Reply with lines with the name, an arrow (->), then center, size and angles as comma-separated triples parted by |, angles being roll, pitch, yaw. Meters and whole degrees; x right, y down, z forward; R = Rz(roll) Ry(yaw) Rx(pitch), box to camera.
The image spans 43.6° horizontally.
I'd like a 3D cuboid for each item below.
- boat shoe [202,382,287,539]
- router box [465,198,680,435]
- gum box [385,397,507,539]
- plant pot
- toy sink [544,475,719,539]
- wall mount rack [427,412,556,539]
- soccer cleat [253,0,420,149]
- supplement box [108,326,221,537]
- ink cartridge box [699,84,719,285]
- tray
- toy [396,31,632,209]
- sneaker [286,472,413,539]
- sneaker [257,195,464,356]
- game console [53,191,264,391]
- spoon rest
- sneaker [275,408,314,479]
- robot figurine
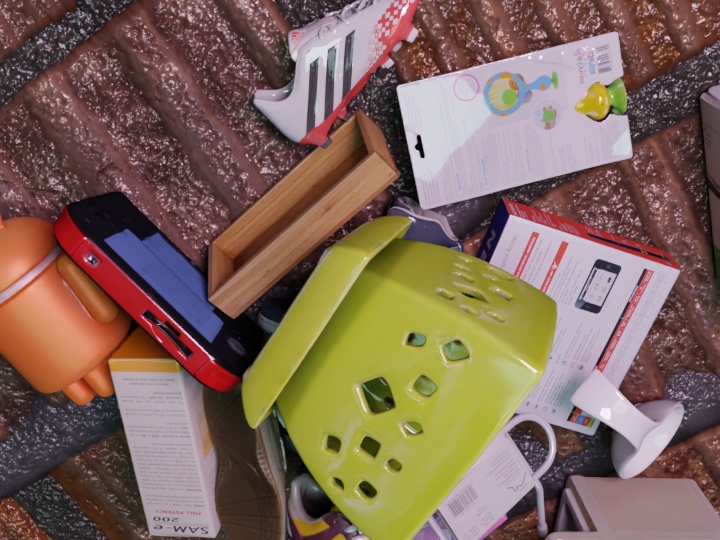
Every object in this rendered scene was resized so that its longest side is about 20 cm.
boat shoe -> -0.101, 0.183, 0.867 | 0.072, 0.065, 0.201 | -3, 105, 21
router box -> 0.188, 0.050, 0.896 | 0.179, 0.049, 0.200 | 18, 113, -9
gum box -> 0.053, 0.232, 0.966 | 0.200, 0.066, 0.113 | 41, 107, -17
plant pot -> 0.029, 0.072, 0.740 | 0.181, 0.199, 0.200 | 35, 109, 4
toy sink -> 0.274, 0.305, 0.979 | 0.199, 0.112, 0.131 | 1, 114, -7
wall mount rack -> 0.119, 0.236, 0.891 | 0.200, 0.075, 0.174 | -36, 98, -22
soccer cleat -> -0.015, -0.197, 0.774 | 0.085, 0.069, 0.200 | 31, 115, -18
supplement box -> -0.172, 0.143, 0.886 | 0.073, 0.126, 0.201 | -1, 114, 11
ink cartridge box -> 0.403, -0.077, 0.823 | 0.146, 0.084, 0.201 | -14, 114, 5
tray -> -0.057, -0.052, 0.818 | 0.200, 0.099, 0.037 | -41, 120, 16
toy -> 0.138, -0.137, 0.814 | 0.199, 0.047, 0.116 | -13, 110, 1
sneaker -> 0.009, 0.244, 0.790 | 0.200, 0.075, 0.090 | 11, 116, 36
sneaker -> 0.001, 0.000, 0.861 | 0.202, 0.077, 0.147 | 3, 104, 8
game console -> -0.166, 0.011, 0.787 | 0.031, 0.177, 0.200 | -43, 97, 11
spoon rest -> 0.276, 0.159, 0.902 | 0.099, 0.061, 0.200 | -52, 138, 4
sneaker -> -0.037, 0.164, 0.876 | 0.078, 0.079, 0.201 | -18, 79, 23
robot figurine -> -0.298, 0.034, 0.845 | 0.117, 0.144, 0.200 | -40, 111, -13
